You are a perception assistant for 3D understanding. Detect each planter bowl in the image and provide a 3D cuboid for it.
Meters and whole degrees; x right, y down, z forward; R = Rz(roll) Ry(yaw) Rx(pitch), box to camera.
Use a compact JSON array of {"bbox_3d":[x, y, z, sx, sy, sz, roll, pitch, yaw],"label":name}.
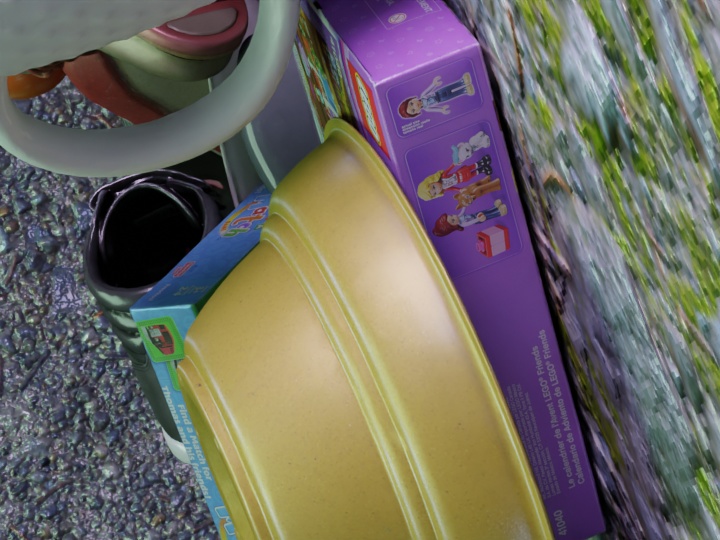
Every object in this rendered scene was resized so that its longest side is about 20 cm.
[{"bbox_3d":[-0.007,0.057,0.933,0.200,0.083,0.201,157,90,-81],"label":"planter bowl"}]

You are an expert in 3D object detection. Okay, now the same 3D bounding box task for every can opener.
[{"bbox_3d":[0.000,0.000,1.098,0.053,0.067,0.201,-150,46,-81],"label":"can opener"}]

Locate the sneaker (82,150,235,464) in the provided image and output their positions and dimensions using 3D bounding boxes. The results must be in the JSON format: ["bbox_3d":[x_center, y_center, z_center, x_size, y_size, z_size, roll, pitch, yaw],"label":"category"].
[{"bbox_3d":[-0.074,-0.018,1.189,0.200,0.070,0.099,-99,-9,-53],"label":"sneaker"}]

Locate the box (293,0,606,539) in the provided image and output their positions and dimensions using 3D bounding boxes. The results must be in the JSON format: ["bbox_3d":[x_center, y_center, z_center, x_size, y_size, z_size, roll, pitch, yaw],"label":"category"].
[{"bbox_3d":[0.025,-0.015,0.970,0.137,0.039,0.201,-122,13,-56],"label":"box"}]

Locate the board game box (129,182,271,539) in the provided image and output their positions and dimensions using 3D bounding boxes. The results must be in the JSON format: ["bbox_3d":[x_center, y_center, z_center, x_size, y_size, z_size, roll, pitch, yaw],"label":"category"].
[{"bbox_3d":[-0.011,0.065,1.145,0.151,0.036,0.201,-47,-54,-49],"label":"board game box"}]

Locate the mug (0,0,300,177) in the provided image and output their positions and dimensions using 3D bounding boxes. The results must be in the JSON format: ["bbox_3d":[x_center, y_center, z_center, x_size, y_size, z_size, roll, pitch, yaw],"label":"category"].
[{"bbox_3d":[-0.085,-0.120,0.877,0.148,0.175,0.201,-121,17,-58],"label":"mug"}]

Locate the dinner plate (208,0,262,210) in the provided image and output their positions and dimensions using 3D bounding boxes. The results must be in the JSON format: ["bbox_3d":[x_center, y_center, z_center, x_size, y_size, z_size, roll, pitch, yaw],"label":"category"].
[{"bbox_3d":[-0.026,-0.035,1.234,0.200,0.024,0.201,-16,-90,-78],"label":"dinner plate"}]

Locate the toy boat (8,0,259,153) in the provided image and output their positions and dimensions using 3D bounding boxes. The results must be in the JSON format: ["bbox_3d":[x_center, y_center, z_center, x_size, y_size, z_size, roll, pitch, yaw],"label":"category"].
[{"bbox_3d":[-0.120,-0.115,1.289,0.200,0.130,0.131,29,-132,-66],"label":"toy boat"}]

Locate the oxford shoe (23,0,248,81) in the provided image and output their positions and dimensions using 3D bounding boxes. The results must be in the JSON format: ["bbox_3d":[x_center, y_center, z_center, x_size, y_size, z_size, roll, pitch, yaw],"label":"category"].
[{"bbox_3d":[-0.113,-0.109,1.137,0.200,0.070,0.075,35,128,44],"label":"oxford shoe"}]
